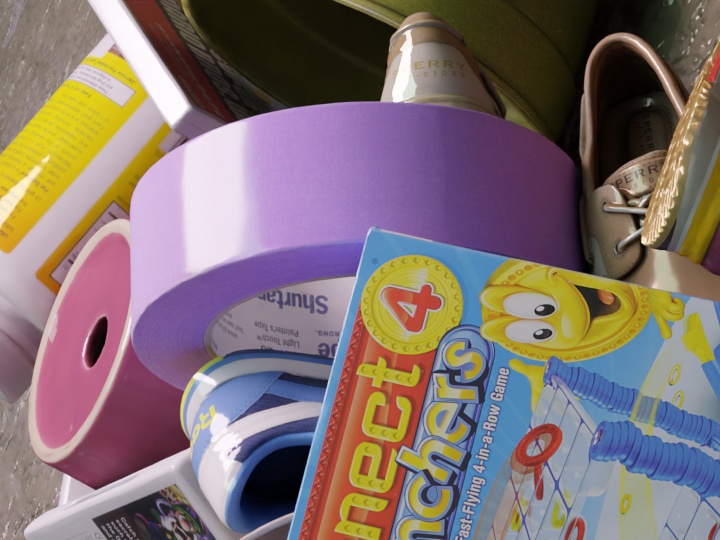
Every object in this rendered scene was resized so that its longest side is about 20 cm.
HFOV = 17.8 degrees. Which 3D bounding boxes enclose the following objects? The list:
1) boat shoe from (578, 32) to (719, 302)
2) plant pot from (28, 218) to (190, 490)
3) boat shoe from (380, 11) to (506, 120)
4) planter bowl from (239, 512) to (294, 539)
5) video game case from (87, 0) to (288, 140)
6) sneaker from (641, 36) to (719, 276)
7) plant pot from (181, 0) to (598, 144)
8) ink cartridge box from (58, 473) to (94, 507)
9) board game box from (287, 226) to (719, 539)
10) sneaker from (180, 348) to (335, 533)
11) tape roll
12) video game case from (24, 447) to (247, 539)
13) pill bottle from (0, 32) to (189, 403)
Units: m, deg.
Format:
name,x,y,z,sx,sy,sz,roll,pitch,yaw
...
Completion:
name,x,y,z,sx,sy,sz,roll,pitch,yaw
boat shoe,0.121,-0.019,0.956,0.071,0.065,0.200,-20,42,11
plant pot,-0.061,0.060,1.171,0.200,0.179,0.200,-46,34,43
boat shoe,0.043,-0.049,1.066,0.201,0.073,0.063,58,-154,-67
planter bowl,0.005,0.208,0.945,0.135,0.200,0.200,101,178,-68
video game case,-0.057,-0.088,1.206,0.017,0.200,0.143,-46,51,14
sneaker,0.175,-0.056,0.909,0.200,0.090,0.075,-61,-6,-46
plant pot,0.044,-0.172,1.137,0.200,0.200,0.193,-2,59,64
ink cartridge box,-0.128,0.127,1.322,0.145,0.084,0.200,107,170,-64
board game box,0.076,0.102,0.850,0.056,0.196,0.200,50,-127,-74
sneaker,0.024,0.078,0.981,0.082,0.200,0.074,-97,2,-59
tape roll,0.000,0.000,1.005,0.200,0.200,0.066,-35,51,52
video game case,-0.064,0.184,1.103,0.023,0.200,0.182,-39,6,-33
pill bottle,-0.153,-0.028,1.251,0.200,0.109,0.109,-50,22,-12
